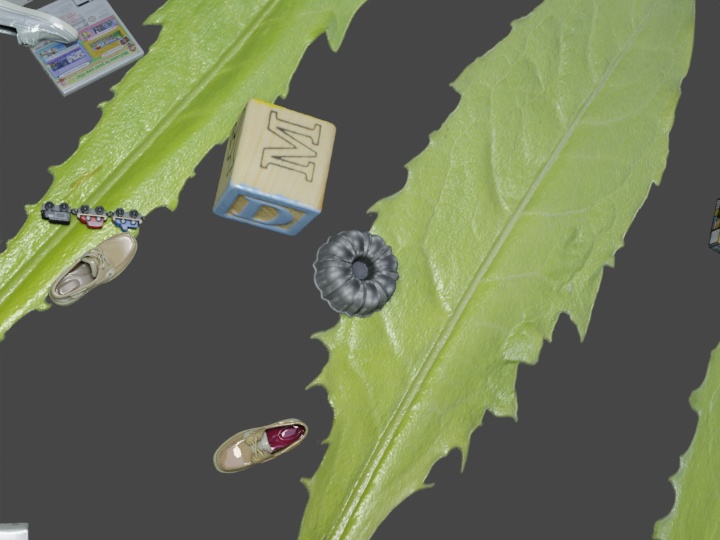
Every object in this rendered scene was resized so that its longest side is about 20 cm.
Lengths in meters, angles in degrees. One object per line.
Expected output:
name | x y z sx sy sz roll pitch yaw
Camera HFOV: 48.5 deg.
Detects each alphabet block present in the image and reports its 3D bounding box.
alphabet block | -0.182 -0.211 1.674 0.195 0.195 0.201 16 72 -20

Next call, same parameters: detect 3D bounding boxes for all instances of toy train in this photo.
toy train | -0.530 -0.105 1.590 0.199 0.034 0.046 4 78 -21

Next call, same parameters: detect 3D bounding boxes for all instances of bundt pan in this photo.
bundt pan | 0.000 0.000 1.757 0.201 0.076 0.203 6 75 -22

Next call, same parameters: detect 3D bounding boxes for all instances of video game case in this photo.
video game case | -0.589 -0.484 1.672 0.200 0.022 0.182 -37 92 -27

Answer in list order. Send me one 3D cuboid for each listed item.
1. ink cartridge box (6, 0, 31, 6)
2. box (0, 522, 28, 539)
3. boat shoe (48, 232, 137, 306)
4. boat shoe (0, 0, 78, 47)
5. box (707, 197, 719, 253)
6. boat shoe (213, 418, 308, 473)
ink cartridge box | -0.740 -0.633 1.580 0.200 0.144 0.084 48 67 -4
box | -0.634 0.517 1.293 0.170 0.199 0.201 6 74 -21
boat shoe | -0.516 -0.007 1.553 0.200 0.065 0.072 -41 93 -26
boat shoe | -0.670 -0.482 1.594 0.200 0.070 0.072 15 81 -14
box | 1.076 -0.098 2.239 0.199 0.049 0.161 27 66 -14
boat shoe | -0.196 0.344 1.591 0.199 0.066 0.074 -22 85 -26
